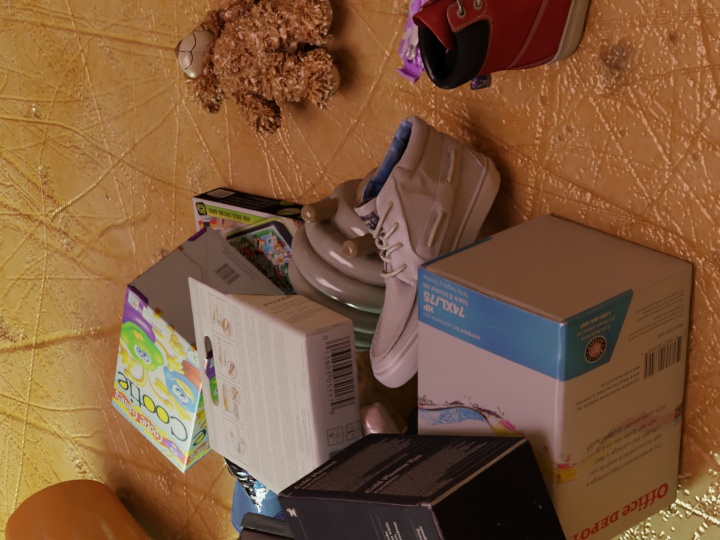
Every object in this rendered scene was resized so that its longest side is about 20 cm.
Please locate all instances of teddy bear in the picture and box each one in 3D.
[{"bbox_3d":[-0.091,-0.186,1.643,0.200,0.067,0.145,24,121,41],"label":"teddy bear"}]

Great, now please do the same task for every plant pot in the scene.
[{"bbox_3d":[-0.287,0.328,2.021,0.183,0.200,0.200,59,143,36],"label":"plant pot"}]

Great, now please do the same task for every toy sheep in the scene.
[{"bbox_3d":[0.000,0.000,1.567,0.138,0.138,0.200,43,126,28],"label":"toy sheep"}]

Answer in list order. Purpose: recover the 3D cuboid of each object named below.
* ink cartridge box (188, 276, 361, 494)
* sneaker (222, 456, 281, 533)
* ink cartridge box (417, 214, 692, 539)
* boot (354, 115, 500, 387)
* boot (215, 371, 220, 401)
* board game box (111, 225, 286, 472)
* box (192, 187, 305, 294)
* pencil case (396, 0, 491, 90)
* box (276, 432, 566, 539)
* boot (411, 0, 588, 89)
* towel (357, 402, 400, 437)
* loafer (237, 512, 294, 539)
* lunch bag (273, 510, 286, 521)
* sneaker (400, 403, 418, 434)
[{"bbox_3d":[-0.067,0.095,1.552,0.200,0.057,0.163,29,128,59],"label":"ink cartridge box"},{"bbox_3d":[-0.099,0.172,1.795,0.079,0.089,0.200,40,133,33],"label":"sneaker"},{"bbox_3d":[0.141,0.087,1.431,0.146,0.147,0.201,22,122,42],"label":"ink cartridge box"},{"bbox_3d":[0.029,-0.018,1.470,0.095,0.200,0.074,31,158,-23],"label":"boot"},{"bbox_3d":[-0.050,0.155,1.694,0.070,0.146,0.200,-32,84,8],"label":"boot"},{"bbox_3d":[-0.149,0.074,1.750,0.105,0.103,0.200,41,148,17],"label":"board game box"},{"bbox_3d":[-0.070,-0.005,1.724,0.200,0.035,0.110,13,116,46],"label":"box"},{"bbox_3d":[0.067,-0.238,1.421,0.084,0.085,0.201,34,129,49],"label":"pencil case"},{"bbox_3d":[0.061,0.227,1.391,0.182,0.104,0.200,-4,111,52],"label":"box"},{"bbox_3d":[0.102,-0.224,1.340,0.072,0.144,0.200,35,129,37],"label":"boot"},{"bbox_3d":[0.044,0.201,1.573,0.200,0.032,0.191,59,171,1],"label":"towel"},{"bbox_3d":[-0.031,0.259,1.642,0.200,0.072,0.063,11,74,43],"label":"loafer"},{"bbox_3d":[-0.017,0.313,1.750,0.200,0.082,0.161,15,136,47],"label":"lunch bag"},{"bbox_3d":[0.077,0.123,1.576,0.079,0.078,0.200,34,131,29],"label":"sneaker"}]
